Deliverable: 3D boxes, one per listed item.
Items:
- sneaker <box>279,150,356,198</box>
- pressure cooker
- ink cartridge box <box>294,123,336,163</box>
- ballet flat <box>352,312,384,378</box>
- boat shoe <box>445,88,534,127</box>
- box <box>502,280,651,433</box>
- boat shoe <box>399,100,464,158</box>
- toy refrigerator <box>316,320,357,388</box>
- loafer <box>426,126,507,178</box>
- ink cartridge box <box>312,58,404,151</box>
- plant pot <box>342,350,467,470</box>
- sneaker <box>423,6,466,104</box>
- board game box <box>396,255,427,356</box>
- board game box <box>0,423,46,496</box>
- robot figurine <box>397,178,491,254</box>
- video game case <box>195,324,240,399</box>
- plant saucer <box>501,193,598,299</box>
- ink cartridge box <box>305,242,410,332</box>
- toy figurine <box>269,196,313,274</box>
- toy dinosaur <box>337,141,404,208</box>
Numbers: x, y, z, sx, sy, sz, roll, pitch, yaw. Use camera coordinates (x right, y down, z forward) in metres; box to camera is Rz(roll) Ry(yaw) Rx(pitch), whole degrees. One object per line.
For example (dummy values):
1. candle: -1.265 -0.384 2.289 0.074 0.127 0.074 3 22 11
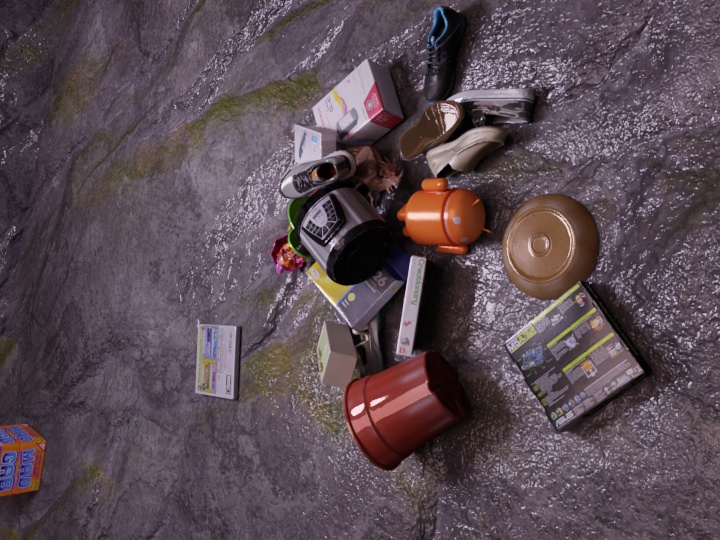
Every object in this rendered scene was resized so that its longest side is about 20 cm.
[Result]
1. sneaker: -0.106 -0.210 1.465 0.198 0.079 0.075 -18 99 31
2. pressure cooker: -0.045 -0.088 1.446 0.201 0.174 0.180 51 145 33
3. ink cartridge box: -0.108 -0.251 1.592 0.200 0.044 0.179 -143 49 -62
4. ballet flat: 0.013 0.154 1.505 0.067 0.063 0.204 152 114 -64
5. boat shoe: 0.252 -0.321 1.342 0.198 0.072 0.072 3 83 40
6. box: 0.382 0.157 1.198 0.200 0.047 0.195 -47 55 29
7. boat shoe: 0.159 -0.297 1.397 0.199 0.064 0.073 -32 72 55
8. toy refrigerator: -0.059 0.185 1.495 0.200 0.069 0.077 -113 39 -73
9. loafer: 0.221 -0.238 1.366 0.199 0.075 0.070 -17 75 49
10. ink cartridge box: -0.008 -0.373 1.570 0.199 0.085 0.150 -32 65 35
11. plant pot: 0.100 0.273 1.352 0.194 0.200 0.203 -33 65 25
12. sneaker: 0.164 -0.463 1.429 0.072 0.081 0.204 15 97 39
13. board game box: 0.110 0.072 1.396 0.034 0.126 0.204 9 91 7
14. board game box: -1.383 0.740 2.602 0.198 0.198 0.204 15 96 41
15. robot figurine: 0.171 -0.111 1.364 0.198 0.116 0.147 3 87 41
16. video game case: -0.410 0.258 1.906 0.180 0.022 0.204 -2 85 41
17. plant saucer: 0.346 -0.047 1.256 0.198 0.035 0.204 -6 82 41
18. ink cartridge box: 0.000 0.000 1.512 0.200 0.047 0.198 -48 56 6
19. toy figurine: -0.158 -0.052 1.631 0.184 0.149 0.201 -47 15 42
20. toy dinosaur: 0.027 -0.236 1.515 0.135 0.085 0.202 -42 68 29
